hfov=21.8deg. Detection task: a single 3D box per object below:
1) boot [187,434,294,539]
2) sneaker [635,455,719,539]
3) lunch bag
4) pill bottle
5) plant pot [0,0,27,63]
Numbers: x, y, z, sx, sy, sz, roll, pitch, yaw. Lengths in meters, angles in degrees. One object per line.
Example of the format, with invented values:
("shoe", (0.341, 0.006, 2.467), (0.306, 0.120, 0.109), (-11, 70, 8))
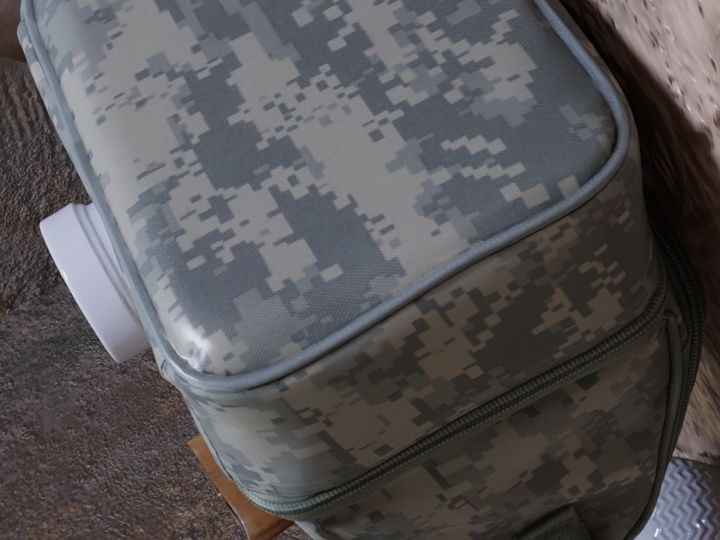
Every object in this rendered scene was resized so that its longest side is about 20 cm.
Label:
("boot", (-0.025, 0.082, 1.287), (0.189, 0.199, 0.069), (58, 176, 42))
("sneaker", (0.117, 0.137, 0.698), (0.200, 0.113, 0.076), (120, 155, -47))
("lunch bag", (0.005, -0.013, 0.545), (0.200, 0.139, 0.168), (59, 176, 41))
("pill bottle", (-0.077, -0.036, 1.088), (0.116, 0.199, 0.116), (60, 176, 7))
("plant pot", (-0.115, -0.185, 0.843), (0.188, 0.186, 0.200), (62, 164, -17))
